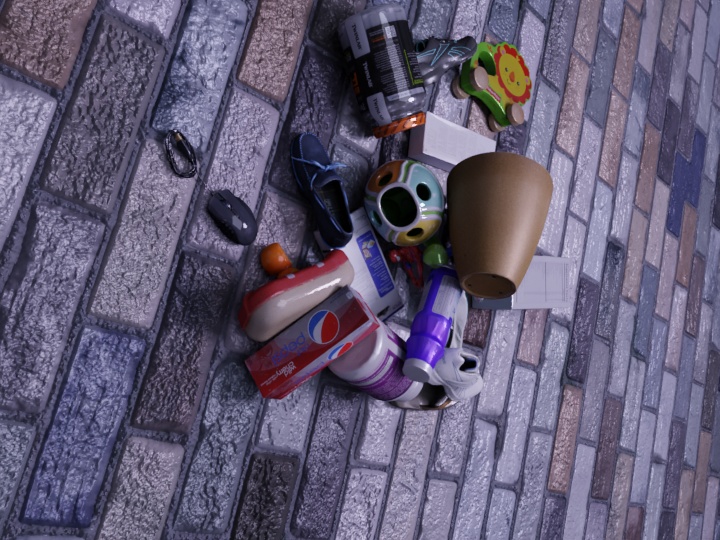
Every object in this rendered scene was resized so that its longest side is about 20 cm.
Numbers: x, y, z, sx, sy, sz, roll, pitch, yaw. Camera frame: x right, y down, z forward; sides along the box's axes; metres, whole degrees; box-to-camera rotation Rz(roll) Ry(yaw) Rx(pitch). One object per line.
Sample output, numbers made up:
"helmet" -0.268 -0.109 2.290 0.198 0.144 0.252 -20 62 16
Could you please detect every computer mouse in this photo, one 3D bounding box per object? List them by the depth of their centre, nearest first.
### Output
"computer mouse" -0.218 -0.121 0.828 0.059 0.034 0.201 -48 115 -26

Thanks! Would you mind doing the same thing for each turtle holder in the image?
"turtle holder" 0.076 -0.096 0.959 0.132 0.139 0.188 -47 133 -74

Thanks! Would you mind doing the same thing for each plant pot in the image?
"plant pot" 0.225 -0.060 0.944 0.185 0.185 0.202 30 59 -32

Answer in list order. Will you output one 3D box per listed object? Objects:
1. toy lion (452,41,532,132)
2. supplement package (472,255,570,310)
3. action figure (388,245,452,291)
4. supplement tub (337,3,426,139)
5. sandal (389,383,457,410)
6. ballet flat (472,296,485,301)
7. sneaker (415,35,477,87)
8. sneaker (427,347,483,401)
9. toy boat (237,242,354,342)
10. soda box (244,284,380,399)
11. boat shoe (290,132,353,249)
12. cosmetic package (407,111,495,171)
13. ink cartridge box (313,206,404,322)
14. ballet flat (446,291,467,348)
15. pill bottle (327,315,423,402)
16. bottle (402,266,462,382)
"toy lion" 0.298 -0.417 1.205 0.199 0.068 0.194 29 66 -32
"supplement package" 0.346 0.026 1.195 0.198 0.109 0.115 2 88 -36
"action figure" 0.134 -0.003 1.066 0.198 0.065 0.100 4 78 -36
"supplement tub" 0.043 -0.341 0.971 0.122 0.122 0.202 -24 103 -34
"sandal" 0.142 0.231 1.074 0.198 0.054 0.083 8 85 -36
"ballet flat" 0.211 -0.031 1.060 0.063 0.076 0.202 14 53 -5
"sneaker" 0.157 -0.424 1.086 0.200 0.075 0.080 -41 110 -30
"sneaker" 0.186 0.190 1.020 0.200 0.086 0.075 33 49 -50
"toy boat" -0.109 0.014 0.870 0.199 0.131 0.131 -23 73 -34
"soda box" -0.072 0.111 0.843 0.199 0.070 0.063 -37 158 6
"boat shoe" -0.049 -0.138 0.909 0.084 0.069 0.202 -23 86 -31
"cosmetic package" 0.186 -0.243 1.118 0.198 0.050 0.084 12 80 -35
"ink cartridge box" 0.000 0.000 0.985 0.099 0.039 0.202 -32 106 -32
"ballet flat" 0.163 0.105 1.061 0.069 0.069 0.202 -23 126 -34
"pill bottle" 0.031 0.155 0.942 0.200 0.111 0.113 43 64 -48
"bottle" 0.120 0.089 0.929 0.084 0.065 0.201 94 16 -51
